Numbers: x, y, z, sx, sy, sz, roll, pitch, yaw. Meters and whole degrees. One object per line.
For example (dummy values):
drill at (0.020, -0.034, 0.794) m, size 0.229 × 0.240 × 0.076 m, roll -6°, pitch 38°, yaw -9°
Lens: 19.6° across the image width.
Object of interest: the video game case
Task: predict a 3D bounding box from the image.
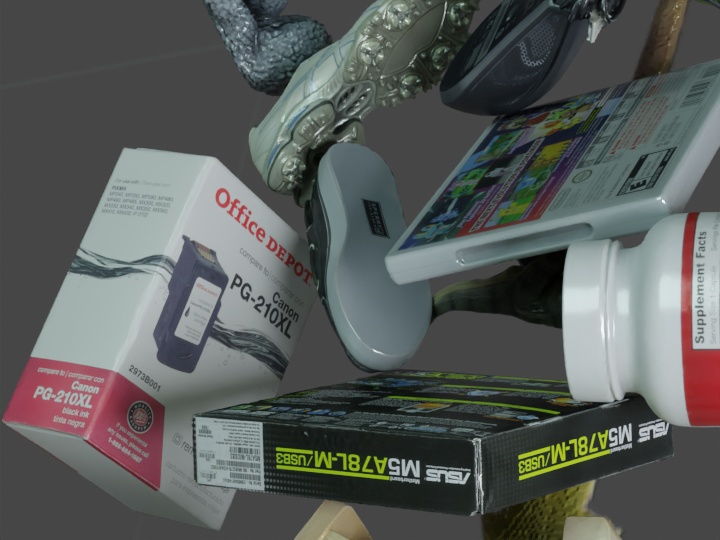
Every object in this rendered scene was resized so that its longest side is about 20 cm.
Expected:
video game case at (0.128, -0.061, 1.235) m, size 0.181 × 0.023 × 0.200 m, roll -12°, pitch 23°, yaw 32°

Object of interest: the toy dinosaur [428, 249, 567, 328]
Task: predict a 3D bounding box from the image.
toy dinosaur at (0.110, -0.001, 1.264) m, size 0.199 × 0.047 × 0.089 m, roll -1°, pitch 67°, yaw 41°

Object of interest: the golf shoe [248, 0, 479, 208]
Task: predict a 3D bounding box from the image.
golf shoe at (-0.007, -0.141, 1.431) m, size 0.200 × 0.078 × 0.097 m, roll -47°, pitch 38°, yaw 0°

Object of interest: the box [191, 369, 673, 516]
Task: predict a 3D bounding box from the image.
box at (0.041, 0.091, 1.156) m, size 0.199 × 0.193 × 0.048 m, roll 1°, pitch 94°, yaw 38°

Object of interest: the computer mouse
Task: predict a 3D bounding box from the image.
computer mouse at (0.122, -0.152, 1.305) m, size 0.200 × 0.053 × 0.139 m, roll -39°, pitch 20°, yaw 49°

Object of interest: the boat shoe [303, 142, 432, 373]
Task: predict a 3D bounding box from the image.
boat shoe at (0.000, 0.000, 1.329) m, size 0.201 × 0.068 × 0.057 m, roll -98°, pitch 30°, yaw -48°

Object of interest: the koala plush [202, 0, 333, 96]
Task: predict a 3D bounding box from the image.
koala plush at (-0.036, -0.265, 1.483) m, size 0.199 × 0.184 × 0.178 m, roll -26°, pitch 47°, yaw 5°

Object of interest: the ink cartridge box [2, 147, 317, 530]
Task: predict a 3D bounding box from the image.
ink cartridge box at (-0.120, 0.042, 1.339) m, size 0.084 × 0.145 × 0.201 m, roll 6°, pitch 66°, yaw 39°

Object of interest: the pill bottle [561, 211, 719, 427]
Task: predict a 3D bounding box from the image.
pill bottle at (0.208, 0.025, 1.080) m, size 0.198 × 0.112 × 0.113 m, roll -1°, pitch 59°, yaw 15°

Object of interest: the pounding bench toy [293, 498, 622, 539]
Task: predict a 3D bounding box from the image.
pounding bench toy at (0.033, 0.192, 1.110) m, size 0.155 × 0.124 × 0.200 m, roll 25°, pitch 67°, yaw 35°

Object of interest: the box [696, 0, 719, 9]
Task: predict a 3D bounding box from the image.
box at (0.186, -0.230, 1.347) m, size 0.200 × 0.064 × 0.070 m, roll 29°, pitch 81°, yaw 45°
